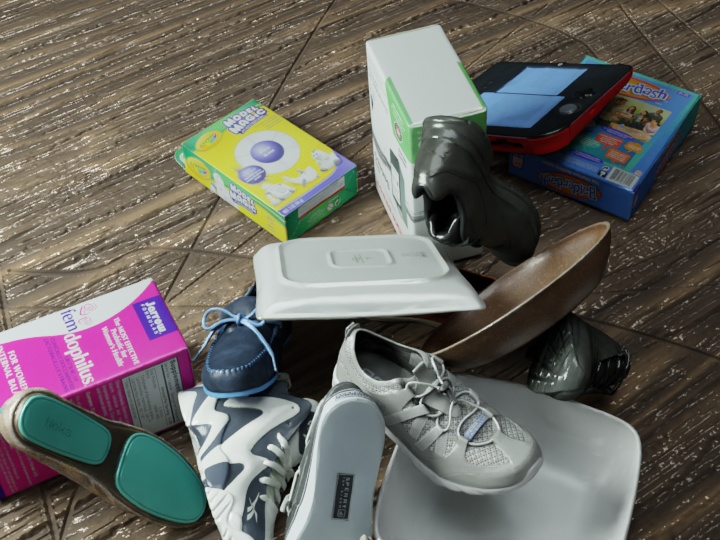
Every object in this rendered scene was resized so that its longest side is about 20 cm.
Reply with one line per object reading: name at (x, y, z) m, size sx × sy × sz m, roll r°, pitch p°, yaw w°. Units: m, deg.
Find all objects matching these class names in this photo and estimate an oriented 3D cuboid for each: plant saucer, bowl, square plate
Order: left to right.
square plate at (0.000, 0.000, 0.998) m, size 0.195 × 0.029 × 0.200 m, roll -3°, pitch 17°, yaw -6°
bowl at (0.120, 0.196, 0.903) m, size 0.198 × 0.075 × 0.201 m, roll 16°, pitch 49°, yaw 14°
plant saucer at (0.140, 0.029, 0.939) m, size 0.200 × 0.200 × 0.037 m, roll -37°, pitch 93°, yaw -29°

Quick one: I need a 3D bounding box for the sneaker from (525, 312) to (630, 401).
sneaker at (0.198, 0.076, 0.960) m, size 0.090 × 0.077 × 0.200 m, roll 26°, pitch 12°, yaw 5°

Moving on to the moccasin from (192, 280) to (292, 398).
moccasin at (-0.108, 0.055, 0.990) m, size 0.079 × 0.069 × 0.200 m, roll -2°, pitch 16°, yaw 2°

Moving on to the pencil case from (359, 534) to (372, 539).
pencil case at (0.067, 0.277, 0.791) m, size 0.199 × 0.078 × 0.089 m, roll 30°, pitch 20°, yaw 6°

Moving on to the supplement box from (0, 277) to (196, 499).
supplement box at (-0.256, 0.104, 0.979) m, size 0.198 × 0.104 × 0.101 m, roll -21°, pitch 49°, yaw -20°

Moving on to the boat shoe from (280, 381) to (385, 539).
boat shoe at (-0.028, 0.188, 0.868) m, size 0.073 × 0.202 × 0.068 m, roll 5°, pitch 8°, yaw -11°

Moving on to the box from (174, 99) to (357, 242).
box at (-0.111, -0.122, 1.226) m, size 0.199 × 0.049 × 0.117 m, roll 33°, pitch 55°, yaw 30°

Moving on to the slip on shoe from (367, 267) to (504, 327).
slip on shoe at (0.055, 0.016, 1.082) m, size 0.198 × 0.062 × 0.074 m, roll 14°, pitch 50°, yaw 16°

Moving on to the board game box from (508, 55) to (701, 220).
board game box at (0.283, -0.158, 1.251) m, size 0.151 × 0.045 × 0.200 m, roll 25°, pitch 53°, yaw 24°

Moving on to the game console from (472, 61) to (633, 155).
game console at (0.189, -0.194, 1.248) m, size 0.199 × 0.031 × 0.177 m, roll 13°, pitch 47°, yaw 44°

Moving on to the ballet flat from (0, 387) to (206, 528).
ballet flat at (-0.217, 0.156, 0.912) m, size 0.067 × 0.200 × 0.069 m, roll -13°, pitch 45°, yaw 47°

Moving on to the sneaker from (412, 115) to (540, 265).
sneaker at (0.101, -0.053, 1.007) m, size 0.075 × 0.200 × 0.092 m, roll 3°, pitch 61°, yaw 40°

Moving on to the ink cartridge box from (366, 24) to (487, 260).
ink cartridge box at (0.068, -0.123, 1.118) m, size 0.083 × 0.201 × 0.147 m, roll -15°, pitch 47°, yaw -9°

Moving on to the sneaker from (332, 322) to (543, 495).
sneaker at (0.056, 0.111, 0.878) m, size 0.199 × 0.083 × 0.075 m, roll 25°, pitch 52°, yaw 24°

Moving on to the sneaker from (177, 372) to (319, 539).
sneaker at (-0.072, 0.166, 0.931) m, size 0.128 × 0.080 × 0.200 m, roll -19°, pitch 43°, yaw -9°
